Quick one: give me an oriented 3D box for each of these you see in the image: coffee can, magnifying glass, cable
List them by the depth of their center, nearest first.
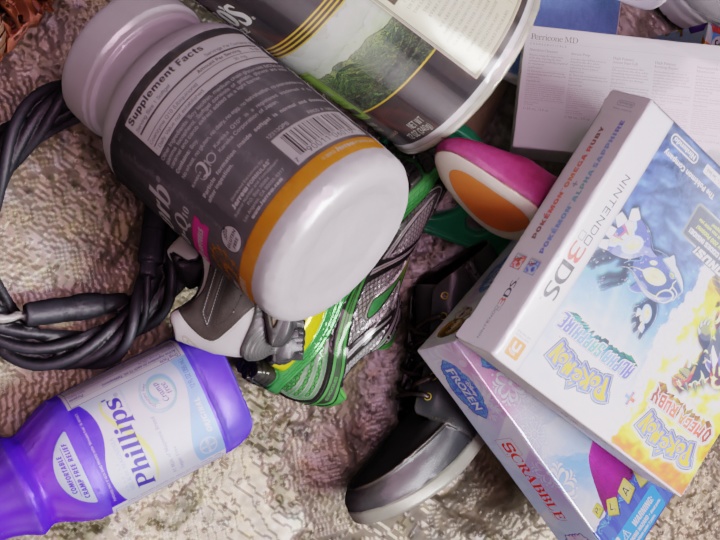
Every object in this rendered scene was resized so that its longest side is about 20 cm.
[{"bbox_3d":[-0.008,-0.187,0.958,0.199,0.146,0.147,33,79,-21],"label":"coffee can"},{"bbox_3d":[-0.173,-0.034,0.991,0.200,0.051,0.163,-46,104,-14],"label":"cable"},{"bbox_3d":[0.087,-0.030,1.085,0.079,0.022,0.200,-38,111,20],"label":"magnifying glass"}]

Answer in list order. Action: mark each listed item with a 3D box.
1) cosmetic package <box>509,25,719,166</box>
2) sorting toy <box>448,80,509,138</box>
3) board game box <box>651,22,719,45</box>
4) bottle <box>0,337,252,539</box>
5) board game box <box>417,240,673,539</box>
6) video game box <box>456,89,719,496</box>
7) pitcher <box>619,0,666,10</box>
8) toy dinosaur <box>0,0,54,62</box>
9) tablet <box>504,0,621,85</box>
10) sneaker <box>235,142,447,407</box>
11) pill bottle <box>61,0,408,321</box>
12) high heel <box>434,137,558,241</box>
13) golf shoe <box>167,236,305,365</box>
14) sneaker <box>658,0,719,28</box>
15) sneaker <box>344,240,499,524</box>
[{"bbox_3d":[0.201,-0.107,1.024,0.198,0.051,0.083,7,87,3],"label":"cosmetic package"},{"bbox_3d":[0.032,-0.193,1.075,0.199,0.036,0.186,31,80,-21],"label":"sorting toy"},{"bbox_3d":[0.299,-0.094,1.128,0.199,0.103,0.106,16,85,-18],"label":"board game box"},{"bbox_3d":[-0.170,0.113,0.984,0.199,0.065,0.084,-26,99,-18],"label":"bottle"},{"bbox_3d":[0.158,0.065,1.057,0.200,0.041,0.200,53,54,-15],"label":"board game box"},{"bbox_3d":[0.180,0.018,0.976,0.200,0.047,0.183,36,86,-33],"label":"video game box"},{"bbox_3d":[0.233,-0.302,1.059,0.121,0.172,0.200,32,62,5],"label":"pitcher"},{"bbox_3d":[-0.259,-0.160,0.956,0.200,0.102,0.136,-44,119,-32],"label":"toy dinosaur"},{"bbox_3d":[0.144,-0.220,1.095,0.130,0.014,0.202,14,82,-43],"label":"tablet"},{"bbox_3d":[0.000,0.000,1.040,0.085,0.078,0.201,31,96,-34],"label":"sneaker"},{"bbox_3d":[-0.077,-0.072,0.906,0.116,0.117,0.200,-43,65,-14],"label":"pill bottle"},{"bbox_3d":[0.135,-0.058,0.999,0.199,0.067,0.096,29,72,-23],"label":"high heel"},{"bbox_3d":[-0.075,-0.035,0.988,0.094,0.078,0.201,1,52,3],"label":"golf shoe"},{"bbox_3d":[0.313,-0.185,1.143,0.199,0.087,0.075,18,82,-20],"label":"sneaker"},{"bbox_3d":[0.042,0.074,1.055,0.200,0.075,0.106,-42,106,-25],"label":"sneaker"}]
